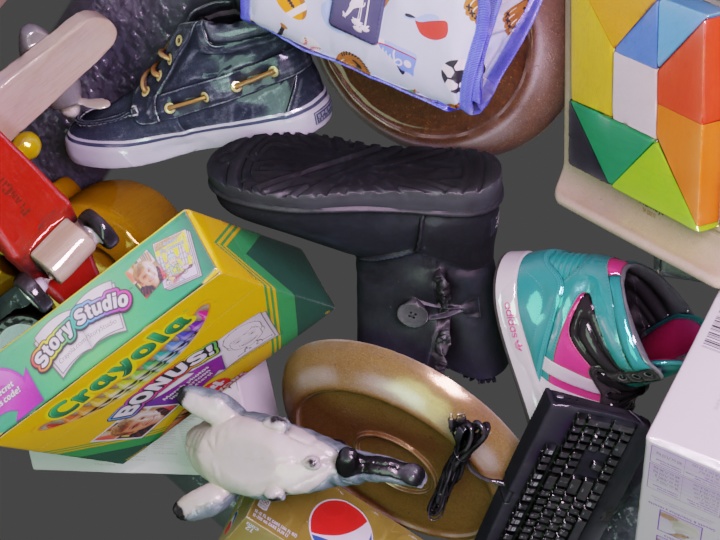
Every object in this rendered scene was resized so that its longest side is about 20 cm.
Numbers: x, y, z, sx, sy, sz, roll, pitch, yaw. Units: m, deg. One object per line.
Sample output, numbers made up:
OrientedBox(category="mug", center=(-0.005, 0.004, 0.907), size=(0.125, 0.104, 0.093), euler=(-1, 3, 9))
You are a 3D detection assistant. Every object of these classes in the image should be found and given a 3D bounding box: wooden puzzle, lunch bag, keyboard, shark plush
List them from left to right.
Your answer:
OrientedBox(category="shark plush", center=(-0.043, 0.114, 1.567), size=(0.199, 0.083, 0.091), euler=(-10, 86, 36))
OrientedBox(category="lunch bag", center=(0.032, -0.211, 1.380), size=(0.169, 0.124, 0.201), euler=(25, 99, 18))
OrientedBox(category="keyboard", center=(0.105, 0.146, 1.523), size=(0.126, 0.021, 0.200), euler=(15, 135, -4))
OrientedBox(category="wooden puzzle", center=(0.170, -0.109, 1.376), size=(0.185, 0.037, 0.201), euler=(33, 127, 53))

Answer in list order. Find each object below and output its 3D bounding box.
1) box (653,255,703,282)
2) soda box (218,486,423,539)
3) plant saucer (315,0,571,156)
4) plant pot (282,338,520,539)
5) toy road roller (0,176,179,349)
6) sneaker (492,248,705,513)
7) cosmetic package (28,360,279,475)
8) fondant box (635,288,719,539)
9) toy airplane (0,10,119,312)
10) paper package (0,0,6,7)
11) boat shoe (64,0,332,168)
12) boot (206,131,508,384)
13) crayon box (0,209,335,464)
OrientedBox(category="box", center=(0.276, -0.083, 1.377), size=(0.199, 0.050, 0.199), euler=(10, 112, 25))
OrientedBox(category="soda box", center=(0.002, 0.214, 1.642), size=(0.200, 0.068, 0.064), euler=(33, 138, -8))
OrientedBox(category="plant saucer", center=(0.046, -0.159, 1.489), size=(0.199, 0.034, 0.201), euler=(11, 118, 22))
OrientedBox(category="plant pot", center=(0.028, 0.123, 1.590), size=(0.199, 0.028, 0.200), euler=(25, 148, 16))
OrientedBox(category="toy road roller", center=(-0.218, -0.028, 1.647), size=(0.146, 0.123, 0.200), euler=(-36, 95, 21))
OrientedBox(category="sneaker", center=(0.172, 0.071, 1.509), size=(0.120, 0.084, 0.201), euler=(-6, 119, 30))
OrientedBox(category="cosmetic package", center=(-0.157, 0.102, 1.715), size=(0.199, 0.051, 0.083), euler=(0, 116, 28))
OrientedBox(category="fondant box", center=(0.219, 0.108, 1.415), size=(0.058, 0.145, 0.200), euler=(21, 148, 18))
OrientedBox(category="toy airplane", center=(-0.258, -0.074, 1.520), size=(0.141, 0.199, 0.200), euler=(25, 112, 57))
OrientedBox(category="paper package", center=(-0.349, -0.164, 1.600), size=(0.104, 0.191, 0.200), euler=(48, 124, 2))
OrientedBox(category="boat shoe", center=(-0.119, -0.129, 1.569), size=(0.199, 0.071, 0.091), euler=(-8, 115, 24))
OrientedBox(category="boot", center=(0.000, 0.000, 1.535), size=(0.199, 0.077, 0.169), euler=(3, 125, 6))
OrientedBox(category="crayon box", center=(-0.140, 0.050, 1.567), size=(0.200, 0.172, 0.058), euler=(-37, 70, 16))
